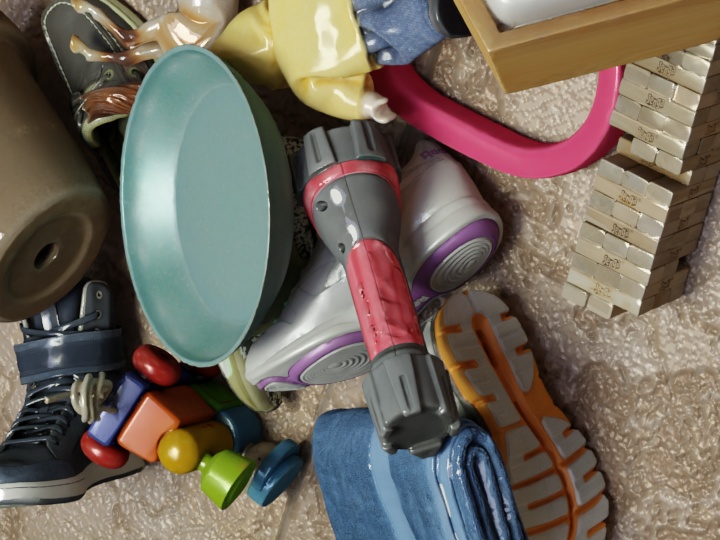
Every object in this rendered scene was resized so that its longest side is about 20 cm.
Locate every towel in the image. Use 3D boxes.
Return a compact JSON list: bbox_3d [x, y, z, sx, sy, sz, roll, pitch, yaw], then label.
[{"bbox_3d":[0.033,0.141,1.649,0.200,0.048,0.112,0,111,65],"label":"towel"}]

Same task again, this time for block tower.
[{"bbox_3d":[0.176,-0.070,1.550,0.054,0.058,0.200,27,117,28],"label":"block tower"}]

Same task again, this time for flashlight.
[{"bbox_3d":[0.010,0.008,1.576,0.068,0.068,0.200,-47,46,41],"label":"flashlight"}]

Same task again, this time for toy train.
[{"bbox_3d":[-0.119,0.112,1.721,0.116,0.200,0.085,36,104,15],"label":"toy train"}]

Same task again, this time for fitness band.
[{"bbox_3d":[0.082,-0.140,1.616,0.200,0.037,0.144,30,120,28],"label":"fitness band"}]

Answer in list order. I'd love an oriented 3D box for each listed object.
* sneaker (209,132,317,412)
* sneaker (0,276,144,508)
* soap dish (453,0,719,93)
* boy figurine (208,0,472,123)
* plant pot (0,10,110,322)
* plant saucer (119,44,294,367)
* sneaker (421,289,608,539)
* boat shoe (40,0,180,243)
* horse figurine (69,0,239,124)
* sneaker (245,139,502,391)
[{"bbox_3d":[-0.046,0.001,1.725,0.088,0.077,0.201,7,111,18],"label":"sneaker"},{"bbox_3d":[-0.213,0.081,1.782,0.077,0.202,0.147,-5,95,18],"label":"sneaker"},{"bbox_3d":[0.110,-0.191,1.474,0.081,0.157,0.200,86,165,-47],"label":"soap dish"},{"bbox_3d":[-0.010,-0.146,1.622,0.200,0.064,0.125,-18,89,44],"label":"boy figurine"},{"bbox_3d":[-0.261,-0.061,1.775,0.175,0.200,0.201,40,121,24],"label":"plant pot"},{"bbox_3d":[-0.091,-0.041,1.659,0.200,0.036,0.201,10,102,59],"label":"plant saucer"},{"bbox_3d":[0.088,0.113,1.653,0.077,0.078,0.200,-29,80,51],"label":"sneaker"},{"bbox_3d":[-0.157,-0.104,1.776,0.072,0.066,0.201,-41,76,36],"label":"boat shoe"},{"bbox_3d":[-0.118,-0.184,1.726,0.132,0.050,0.201,17,99,9],"label":"horse figurine"},{"bbox_3d":[0.000,0.000,1.682,0.200,0.075,0.100,-40,60,19],"label":"sneaker"}]
